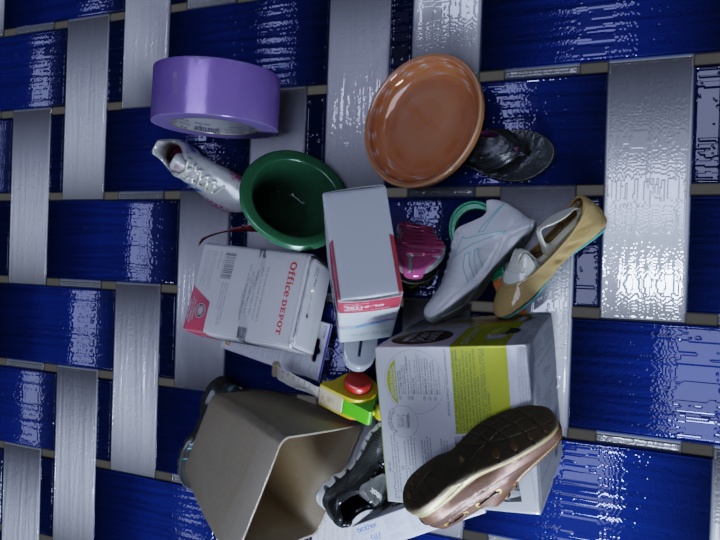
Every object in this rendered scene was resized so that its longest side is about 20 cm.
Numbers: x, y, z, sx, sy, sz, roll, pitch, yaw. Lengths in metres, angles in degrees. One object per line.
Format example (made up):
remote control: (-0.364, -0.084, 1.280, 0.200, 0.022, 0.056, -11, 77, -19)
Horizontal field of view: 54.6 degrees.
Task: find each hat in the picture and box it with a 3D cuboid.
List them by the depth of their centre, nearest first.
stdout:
hat: (-0.133, -0.086, 1.145, 0.199, 0.176, 0.166, 32, 63, -3)

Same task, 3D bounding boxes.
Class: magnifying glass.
magnifying glass: (0.192, -0.007, 1.004, 0.079, 0.022, 0.202, -29, 76, 21)

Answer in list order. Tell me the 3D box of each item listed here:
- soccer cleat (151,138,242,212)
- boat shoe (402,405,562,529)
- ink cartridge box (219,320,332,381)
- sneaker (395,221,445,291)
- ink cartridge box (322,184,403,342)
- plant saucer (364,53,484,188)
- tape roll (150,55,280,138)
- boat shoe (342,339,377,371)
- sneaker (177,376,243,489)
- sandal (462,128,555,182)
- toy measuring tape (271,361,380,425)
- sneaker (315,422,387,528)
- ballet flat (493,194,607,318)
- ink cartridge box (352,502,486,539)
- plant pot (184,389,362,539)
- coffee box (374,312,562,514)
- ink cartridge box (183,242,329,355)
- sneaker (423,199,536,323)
soccer cleat: (-0.271, -0.158, 1.175, 0.199, 0.086, 0.070, 34, 102, 20)
boat shoe: (0.142, 0.223, 0.781, 0.199, 0.072, 0.068, -37, 114, 15)
ink cartridge box: (-0.135, 0.106, 1.140, 0.198, 0.037, 0.096, 15, 95, 26)
sneaker: (0.076, -0.006, 0.974, 0.073, 0.200, 0.088, 5, 107, 1)
ink cartridge box: (0.000, 0.000, 0.925, 0.082, 0.200, 0.147, -8, 70, -4)
plant saucer: (0.094, -0.215, 1.018, 0.199, 0.037, 0.203, -9, 74, 36)
tape roll: (-0.226, -0.266, 1.095, 0.198, 0.200, 0.086, 4, 90, 24)
boat shoe: (0.003, 0.054, 1.056, 0.071, 0.071, 0.202, 19, 73, -10)
sneaker: (-0.244, 0.282, 1.165, 0.079, 0.075, 0.202, 23, 99, 20)
sandal: (0.175, -0.173, 0.996, 0.199, 0.048, 0.076, 14, 94, 25)
toy measuring tape: (-0.039, 0.176, 1.067, 0.198, 0.073, 0.074, 22, 98, 22)
sneaker: (0.021, 0.299, 1.023, 0.200, 0.066, 0.091, -47, 28, 3)
ballet flat: (0.241, -0.023, 0.937, 0.200, 0.069, 0.063, -44, 113, -1)
ink cartridge box: (0.095, 0.344, 1.002, 0.199, 0.094, 0.045, -27, 79, 21)
plant pot: (-0.150, 0.289, 1.069, 0.176, 0.199, 0.202, 27, 100, 33)
coffee box: (0.147, 0.174, 0.913, 0.196, 0.199, 0.202, -4, 95, 24)
ink cartridge box: (-0.159, 0.044, 1.092, 0.198, 0.085, 0.147, 6, 77, 24)
sneaker: (0.152, -0.012, 0.970, 0.080, 0.070, 0.200, 42, 88, 19)
